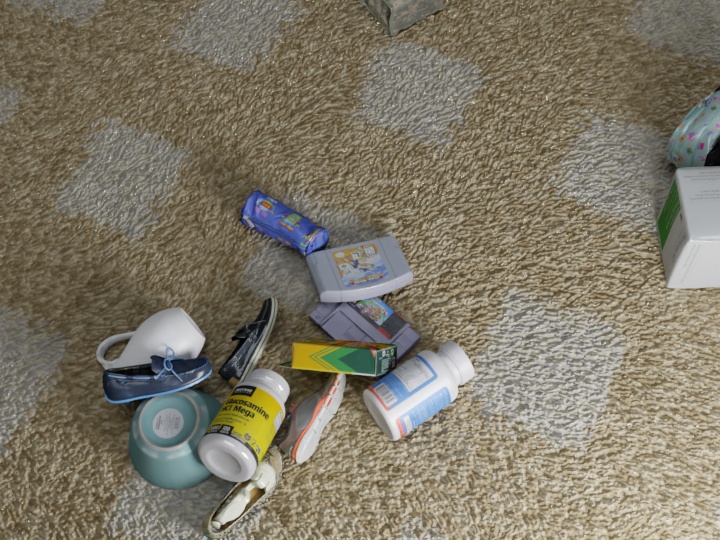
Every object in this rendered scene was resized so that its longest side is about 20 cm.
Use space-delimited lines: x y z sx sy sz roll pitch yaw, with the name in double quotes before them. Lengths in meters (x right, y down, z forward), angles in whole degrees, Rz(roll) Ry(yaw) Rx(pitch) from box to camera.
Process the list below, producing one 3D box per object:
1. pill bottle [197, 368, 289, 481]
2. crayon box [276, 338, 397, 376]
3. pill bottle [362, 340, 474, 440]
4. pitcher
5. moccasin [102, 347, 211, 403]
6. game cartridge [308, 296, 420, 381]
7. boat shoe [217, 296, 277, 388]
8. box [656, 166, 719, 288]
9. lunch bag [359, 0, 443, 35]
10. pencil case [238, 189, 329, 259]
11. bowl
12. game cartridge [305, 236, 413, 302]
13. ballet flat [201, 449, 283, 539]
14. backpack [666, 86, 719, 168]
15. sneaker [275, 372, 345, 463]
"pill bottle" -0.208 0.279 1.675 0.112 0.113 0.200 16 43 11
"crayon box" -0.044 0.161 1.720 0.199 0.127 0.051 3 91 20
"pill bottle" 0.113 0.221 1.713 0.200 0.112 0.112 -31 64 -14
"pitcher" -0.418 0.150 1.784 0.200 0.121 0.172 -39 53 -5
"moccasin" -0.376 0.190 1.677 0.199 0.069 0.080 -15 18 -15
"game cartridge" 0.009 0.113 1.824 0.200 0.038 0.130 40 74 21
"boat shoe" -0.220 0.135 1.795 0.062 0.075 0.201 29 68 -11
"box" 0.713 -0.083 1.802 0.199 0.199 0.172 -2 61 3
"lunch bag" 0.083 -0.701 2.222 0.164 0.118 0.200 -31 69 -13
"pencil case" -0.165 -0.095 1.919 0.199 0.078 0.087 29 42 18
"bowl" -0.346 0.296 1.698 0.200 0.105 0.202 -1 60 2
"game cartridge" 0.000 0.000 1.858 0.199 0.042 0.133 -13 43 -12
"ballet flat" -0.206 0.406 1.645 0.068 0.075 0.200 45 69 -1
"backpack" 0.753 -0.287 1.952 0.126 0.167 0.200 28 68 39
"sneaker" -0.097 0.261 1.724 0.082 0.077 0.200 21 63 21
